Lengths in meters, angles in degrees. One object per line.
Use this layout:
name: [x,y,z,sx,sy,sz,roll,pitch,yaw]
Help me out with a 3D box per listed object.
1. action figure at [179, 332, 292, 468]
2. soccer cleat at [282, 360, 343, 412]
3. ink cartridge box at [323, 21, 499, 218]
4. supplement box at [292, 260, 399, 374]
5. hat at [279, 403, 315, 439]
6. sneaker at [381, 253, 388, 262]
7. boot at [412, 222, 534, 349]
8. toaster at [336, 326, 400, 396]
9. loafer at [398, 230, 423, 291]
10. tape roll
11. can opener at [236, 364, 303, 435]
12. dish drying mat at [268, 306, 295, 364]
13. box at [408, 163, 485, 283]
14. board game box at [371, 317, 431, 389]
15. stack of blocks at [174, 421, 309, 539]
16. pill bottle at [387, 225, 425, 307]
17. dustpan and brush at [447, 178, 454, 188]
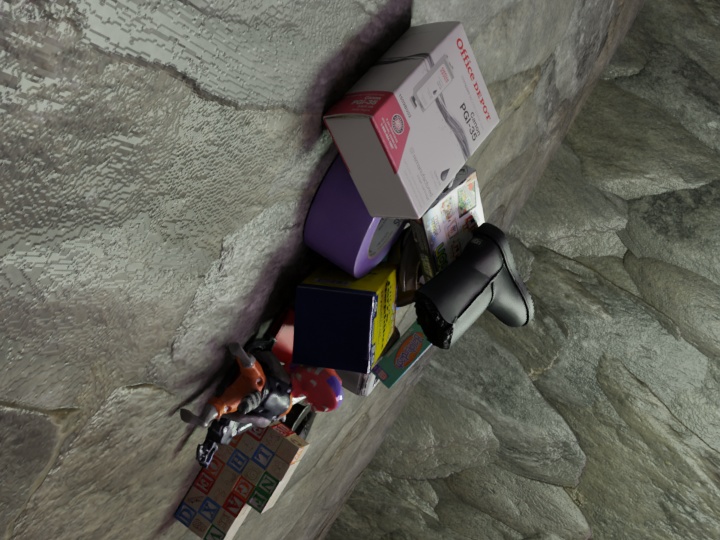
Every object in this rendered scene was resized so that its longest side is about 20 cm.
action figure: [-0.153,0.185,1.250,0.202,0.104,0.193,-65,155,0]
soccer cleat: [-0.058,0.150,1.318,0.076,0.067,0.200,-28,-172,-21]
ink cartridge box: [0.065,-0.180,1.122,0.200,0.082,0.147,-50,127,-31]
supplement box: [-0.016,0.057,1.329,0.200,0.108,0.110,-48,143,-73]
hat: [-0.138,0.274,1.588,0.202,0.080,0.201,-63,173,-13]
sneaker: [0.000,0.000,1.479,0.201,0.071,0.080,-60,165,7]
boot: [0.159,0.053,1.363,0.168,0.076,0.201,-44,133,-20]
toaster: [-0.011,0.122,1.595,0.114,0.128,0.201,-51,166,-29]
loafer: [0.115,-0.057,1.403,0.073,0.070,0.202,58,57,-78]
tape roll: [0.014,-0.096,1.271,0.201,0.084,0.200,-55,167,-19]
can opener: [-0.141,0.191,1.409,0.199,0.066,0.053,-24,108,-58]
dish drying mat: [-0.081,0.112,1.427,0.077,0.018,0.200,-60,150,-2]
box: [0.131,-0.045,1.357,0.110,0.035,0.201,-39,138,-21]
board game box: [0.111,0.090,1.521,0.152,0.045,0.200,-50,173,32]
stack of blocks: [-0.180,0.319,1.444,0.201,0.114,0.059,-58,167,4]
pill bottle: [0.075,-0.005,1.550,0.113,0.113,0.200,-50,-169,-31]
dustpan and brush: [0.118,-0.207,1.309,0.140,0.056,0.202,92,11,-68]
